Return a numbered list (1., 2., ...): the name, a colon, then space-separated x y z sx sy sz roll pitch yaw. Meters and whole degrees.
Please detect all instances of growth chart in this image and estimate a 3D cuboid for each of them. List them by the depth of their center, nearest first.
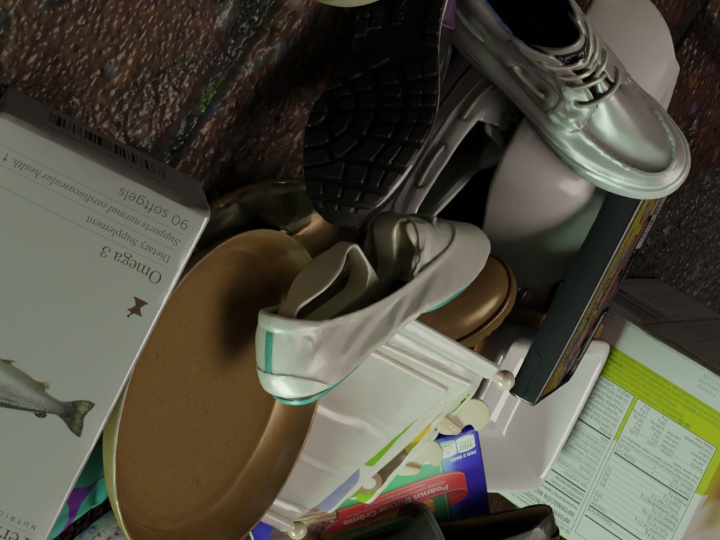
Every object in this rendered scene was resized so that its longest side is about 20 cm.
1. growth chart: -0.008 0.102 1.218 0.200 0.018 0.145 -39 131 15

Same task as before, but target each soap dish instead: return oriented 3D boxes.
1. soap dish: 0.103 0.097 1.506 0.200 0.081 0.158 10 109 -59

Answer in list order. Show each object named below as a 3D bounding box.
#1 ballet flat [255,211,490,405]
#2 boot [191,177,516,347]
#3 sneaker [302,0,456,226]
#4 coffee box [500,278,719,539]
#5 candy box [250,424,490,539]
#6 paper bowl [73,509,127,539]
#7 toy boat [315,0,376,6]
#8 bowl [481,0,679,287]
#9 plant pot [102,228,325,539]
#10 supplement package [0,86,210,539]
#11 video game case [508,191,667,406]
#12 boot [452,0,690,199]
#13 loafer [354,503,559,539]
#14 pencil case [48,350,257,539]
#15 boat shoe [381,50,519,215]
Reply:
1. ballet flat: 0.010 0.004 1.119 0.200 0.069 0.070 -37 144 -39
2. boot: 0.000 0.000 1.221 0.175 0.066 0.200 -24 148 6
3. sneaker: 0.024 -0.104 1.164 0.088 0.075 0.201 70 34 -61
4. coffee box: 0.257 0.139 1.652 0.199 0.200 0.198 0 117 -55
5. candy box: 0.003 0.168 1.353 0.168 0.077 0.200 -16 140 -4
6. paper bowl: -0.149 0.233 1.169 0.201 0.104 0.201 -43 169 -10
7. toy boat: -0.011 -0.245 1.017 0.130 0.131 0.201 15 106 -28
8. bowl: 0.162 -0.086 1.367 0.200 0.074 0.200 -58 169 -22
9. plant pot: -0.085 0.071 1.081 0.200 0.027 0.201 -34 132 -49
10. supplement package: -0.172 0.026 0.955 0.201 0.117 0.117 -63 -167 7
11. video game case: 0.174 -0.004 1.360 0.201 0.025 0.181 -63 169 8
12. boot: 0.134 -0.125 1.218 0.074 0.200 0.096 -51 175 -8
13. loafer: 0.041 0.193 1.295 0.199 0.073 0.073 -2 114 -19
14. pencil case: -0.150 0.088 1.117 0.200 0.085 0.093 -38 143 -32
15. boat shoe: 0.077 -0.095 1.306 0.200 0.067 0.074 -47 148 -20
